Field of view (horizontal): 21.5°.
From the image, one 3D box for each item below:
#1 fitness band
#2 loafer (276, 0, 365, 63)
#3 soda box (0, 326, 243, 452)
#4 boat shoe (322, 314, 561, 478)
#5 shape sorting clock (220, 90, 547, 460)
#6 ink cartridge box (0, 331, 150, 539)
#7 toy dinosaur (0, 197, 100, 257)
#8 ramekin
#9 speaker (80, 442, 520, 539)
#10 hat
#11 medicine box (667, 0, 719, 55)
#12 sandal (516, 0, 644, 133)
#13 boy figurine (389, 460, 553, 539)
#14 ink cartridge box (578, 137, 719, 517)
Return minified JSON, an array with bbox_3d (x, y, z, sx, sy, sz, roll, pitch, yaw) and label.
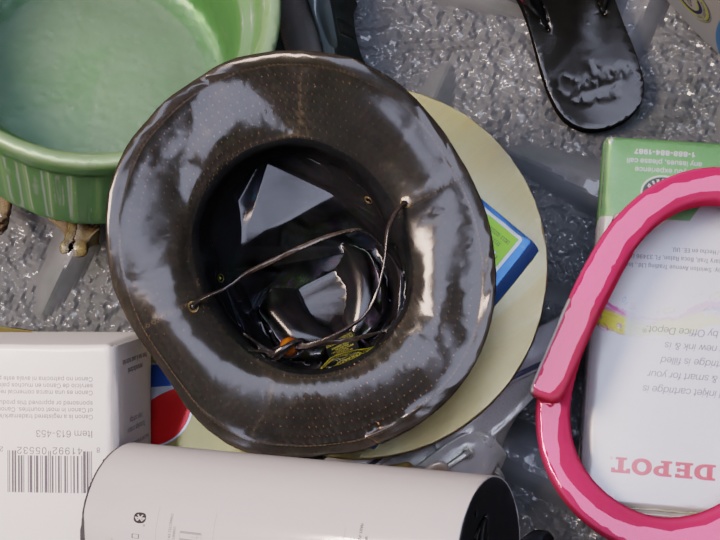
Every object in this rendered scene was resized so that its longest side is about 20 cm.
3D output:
[{"bbox_3d":[0.170,0.046,0.964,0.143,0.037,0.201,26,83,8],"label":"fitness band"},{"bbox_3d":[-0.031,-0.113,1.091,0.063,0.072,0.201,-16,72,21],"label":"loafer"},{"bbox_3d":[-0.139,0.074,1.049,0.198,0.068,0.065,7,79,6],"label":"soda box"},{"bbox_3d":[0.046,0.100,1.032,0.199,0.071,0.070,-34,86,-1],"label":"boat shoe"},{"bbox_3d":[0.000,0.000,1.008,0.198,0.039,0.202,-1,81,3],"label":"shape sorting clock"},{"bbox_3d":[-0.185,0.134,0.975,0.144,0.084,0.202,0,92,7],"label":"ink cartridge box"},{"bbox_3d":[-0.191,-0.088,1.105,0.100,0.058,0.201,-3,65,-8],"label":"toy dinosaur"},{"bbox_3d":[-0.146,-0.124,1.042,0.198,0.098,0.201,3,65,-6],"label":"ramekin"},{"bbox_3d":[-0.028,0.128,0.887,0.199,0.081,0.082,2,77,26],"label":"speaker"},{"bbox_3d":[-0.026,-0.008,0.952,0.199,0.081,0.202,0,90,4],"label":"hat"},{"bbox_3d":[0.254,-0.233,1.029,0.200,0.182,0.103,-38,77,-5],"label":"medicine box"},{"bbox_3d":[0.112,-0.178,1.097,0.075,0.045,0.201,-22,77,-1],"label":"sandal"},{"bbox_3d":[0.003,0.141,0.959,0.199,0.065,0.125,15,52,28],"label":"boy figurine"},{"bbox_3d":[0.194,0.040,1.023,0.144,0.088,0.202,4,77,6],"label":"ink cartridge box"}]
